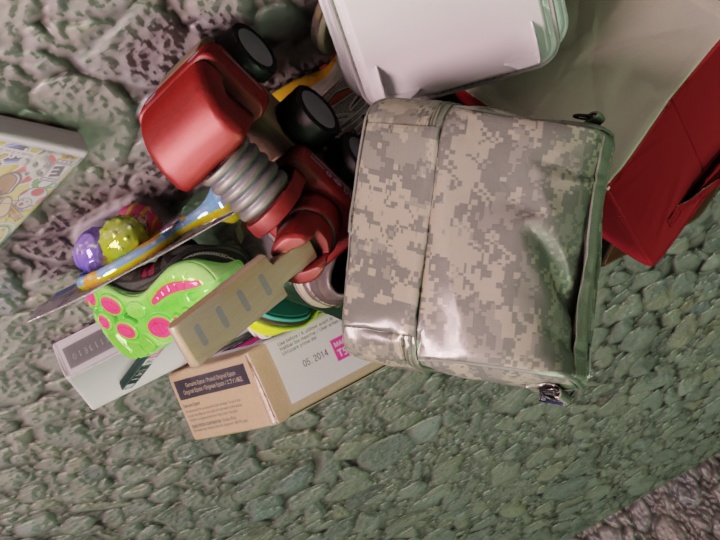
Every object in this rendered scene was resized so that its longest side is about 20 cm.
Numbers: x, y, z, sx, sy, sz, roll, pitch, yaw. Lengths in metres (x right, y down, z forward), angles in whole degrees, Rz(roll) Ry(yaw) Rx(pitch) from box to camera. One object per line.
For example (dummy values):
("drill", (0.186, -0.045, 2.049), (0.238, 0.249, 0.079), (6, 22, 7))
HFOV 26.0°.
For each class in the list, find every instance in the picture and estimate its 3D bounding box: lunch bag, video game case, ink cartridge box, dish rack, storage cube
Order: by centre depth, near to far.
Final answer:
("dish rack", (0.054, -0.196, 1.085), (0.170, 0.044, 0.201), (-14, 136, 7))
("lunch bag", (0.090, -0.015, 1.099), (0.166, 0.202, 0.139), (6, 175, 31))
("video game case", (-0.319, -0.049, 1.102), (0.182, 0.023, 0.199), (-41, 154, 25))
("storage cube", (0.200, -0.141, 1.248), (0.171, 0.200, 0.180), (-51, 153, -1))
("ink cartridge box", (-0.174, 0.071, 1.481), (0.199, 0.044, 0.174), (-27, 155, -5))
("ink cartridge box", (-0.058, 0.083, 1.486), (0.199, 0.076, 0.164), (-25, -177, -35))

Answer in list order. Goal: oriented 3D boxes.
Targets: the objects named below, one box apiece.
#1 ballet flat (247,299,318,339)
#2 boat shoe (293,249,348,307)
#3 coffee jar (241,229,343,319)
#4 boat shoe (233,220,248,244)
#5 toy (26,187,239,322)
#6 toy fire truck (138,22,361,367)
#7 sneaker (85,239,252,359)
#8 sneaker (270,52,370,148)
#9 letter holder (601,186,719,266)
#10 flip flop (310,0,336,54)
("ballet flat", (-0.070, 0.028, 1.396), (0.067, 0.067, 0.200), (-43, 173, 28))
("boat shoe", (0.032, -0.046, 1.217), (0.074, 0.073, 0.200), (43, 80, -23))
("coffee jar", (0.000, 0.000, 1.320), (0.199, 0.085, 0.105), (30, 92, -38))
("boat shoe", (-0.028, -0.041, 1.387), (0.076, 0.072, 0.199), (-42, 160, 32))
("toy", (-0.176, -0.030, 1.245), (0.198, 0.048, 0.115), (-24, -172, 5))
("toy fire truck", (-0.087, -0.047, 1.088), (0.128, 0.176, 0.201), (-39, -162, 24))
("sneaker", (-0.157, 0.021, 1.293), (0.199, 0.077, 0.084), (-9, -159, 46))
("sneaker", (0.005, -0.131, 1.226), (0.199, 0.083, 0.078), (-36, 156, 14))
("letter holder", (0.294, -0.117, 1.561), (0.141, 0.101, 0.201), (-23, 156, -18))
("flip flop", (0.054, -0.214, 1.145), (0.198, 0.058, 0.081), (-26, 156, -8))
